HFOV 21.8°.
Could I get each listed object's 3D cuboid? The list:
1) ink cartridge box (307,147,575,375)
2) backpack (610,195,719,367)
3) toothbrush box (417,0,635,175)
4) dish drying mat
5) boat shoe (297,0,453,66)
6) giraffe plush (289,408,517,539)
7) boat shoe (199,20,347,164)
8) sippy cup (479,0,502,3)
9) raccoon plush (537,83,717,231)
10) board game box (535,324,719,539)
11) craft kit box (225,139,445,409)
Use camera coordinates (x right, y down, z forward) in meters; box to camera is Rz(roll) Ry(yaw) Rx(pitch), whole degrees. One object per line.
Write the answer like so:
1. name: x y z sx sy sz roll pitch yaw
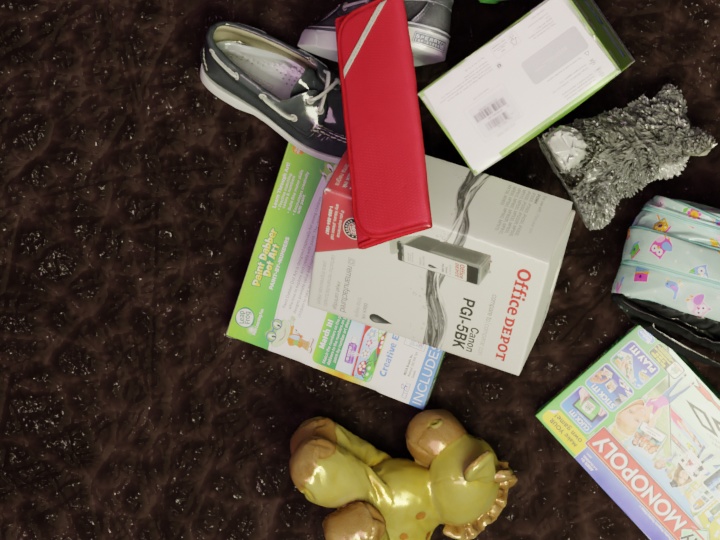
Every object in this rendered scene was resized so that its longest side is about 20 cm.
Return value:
1. ink cartridge box: 0.066 -0.012 1.594 0.200 0.083 0.147 18 135 9
2. backpack: 0.318 0.014 1.595 0.200 0.167 0.127 18 83 12
3. toothbrush box: 0.143 -0.163 1.567 0.146 0.200 0.086 -35 92 14
4. dish drying mat: 0.016 -0.122 1.516 0.077 0.018 0.200 -17 71 36
5. boat shoe: 0.014 -0.215 1.613 0.072 0.200 0.068 17 84 -28
6. giraffe plush: 0.051 0.194 1.675 0.162 0.173 0.200 -31 100 7
7. boat shoe: -0.055 -0.157 1.665 0.200 0.060 0.076 23 58 8
8. sippy cup: 0.122 -0.297 1.586 0.178 0.130 0.140 12 100 9
9. raccoon plush: 0.229 -0.103 1.558 0.134 0.200 0.097 -29 91 4
10. board game box: 0.274 0.158 1.680 0.135 0.029 0.200 -44 88 14
11. craft kit box: 0.000 0.000 1.705 0.197 0.049 0.200 21 102 5
